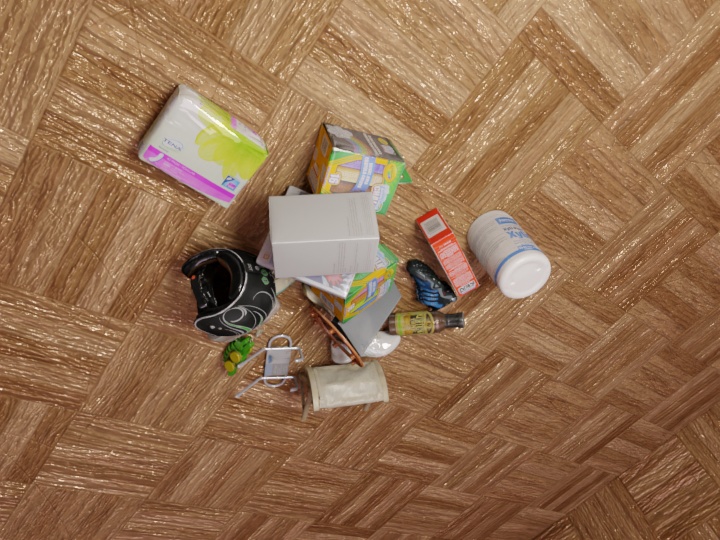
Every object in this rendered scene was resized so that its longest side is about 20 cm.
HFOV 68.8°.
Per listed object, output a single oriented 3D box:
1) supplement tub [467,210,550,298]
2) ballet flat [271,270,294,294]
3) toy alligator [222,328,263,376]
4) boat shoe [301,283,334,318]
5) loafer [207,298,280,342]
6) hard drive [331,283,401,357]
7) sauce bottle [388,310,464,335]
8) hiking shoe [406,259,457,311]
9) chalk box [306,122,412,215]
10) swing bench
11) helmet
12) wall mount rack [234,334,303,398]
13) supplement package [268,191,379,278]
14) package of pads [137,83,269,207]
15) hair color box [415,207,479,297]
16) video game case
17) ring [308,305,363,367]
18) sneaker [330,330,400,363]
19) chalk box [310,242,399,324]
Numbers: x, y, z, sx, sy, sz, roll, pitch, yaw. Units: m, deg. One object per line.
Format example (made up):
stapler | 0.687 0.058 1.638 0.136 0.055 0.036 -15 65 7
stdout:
supplement tub | 0.354 -0.041 1.270 0.131 0.200 0.133 -9 130 -11
ballet flat | -0.147 -0.013 1.219 0.199 0.070 0.070 -34 130 10
toy alligator | -0.306 0.194 1.330 0.054 0.059 0.200 41 124 7
boat shoe | -0.057 0.075 1.311 0.066 0.072 0.201 -39 124 21
loafer | -0.276 0.119 1.284 0.199 0.072 0.063 -27 149 12
hard drive | 0.019 0.093 1.302 0.200 0.033 0.140 -54 136 -25
sauce bottle | 0.175 0.137 1.401 0.199 0.065 0.065 -7 132 14
hiking shoe | 0.172 0.049 1.363 0.087 0.075 0.200 -41 128 14
chalk box | 0.007 -0.202 1.077 0.199 0.125 0.124 9 124 -22
swing bench | -0.053 0.314 1.412 0.198 0.131 0.200 -2 159 -18
helmet | -0.281 0.050 1.140 0.199 0.201 0.191 -26 159 3
wall mount rack | -0.245 0.265 1.397 0.173 0.075 0.201 0 126 -18
supplement package | -0.073 -0.068 1.015 0.198 0.118 0.117 -3 147 -8
package of pads | -0.291 -0.231 0.991 0.199 0.068 0.155 30 114 -35
hair color box | 0.214 -0.042 1.282 0.064 0.111 0.200 -29 131 6
video game case | -0.090 -0.061 1.097 0.199 0.183 0.023 22 165 -2
ring | -0.065 0.167 1.301 0.019 0.200 0.201 -40 132 -12
sneaker | 0.014 0.195 1.431 0.199 0.071 0.081 -13 128 -7
chalk box | 0.000 0.000 1.196 0.200 0.125 0.124 -35 157 -24
